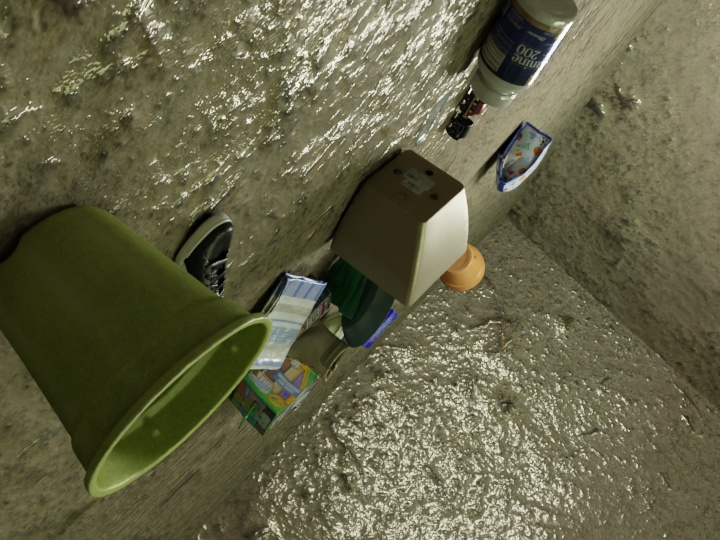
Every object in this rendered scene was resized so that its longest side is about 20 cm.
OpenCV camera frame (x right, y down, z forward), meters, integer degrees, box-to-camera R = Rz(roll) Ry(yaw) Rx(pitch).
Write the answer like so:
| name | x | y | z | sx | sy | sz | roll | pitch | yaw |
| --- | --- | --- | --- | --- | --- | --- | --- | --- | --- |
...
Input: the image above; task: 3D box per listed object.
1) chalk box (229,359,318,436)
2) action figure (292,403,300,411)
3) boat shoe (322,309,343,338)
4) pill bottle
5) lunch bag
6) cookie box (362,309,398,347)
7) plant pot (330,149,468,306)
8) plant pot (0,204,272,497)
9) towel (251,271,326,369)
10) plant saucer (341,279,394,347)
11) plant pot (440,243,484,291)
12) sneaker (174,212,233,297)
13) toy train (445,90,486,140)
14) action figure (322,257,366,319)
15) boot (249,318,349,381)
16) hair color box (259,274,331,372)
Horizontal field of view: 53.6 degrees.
| name | x | y | z | sx | sy | sz | roll | pitch | yaw |
| --- | --- | --- | --- | --- | --- | --- | --- | --- | --- |
| chalk box | -0.219 | 0.290 | 1.674 | 0.200 | 0.124 | 0.125 | -37 | 167 | -42 |
| action figure | -0.227 | 0.339 | 1.862 | 0.118 | 0.103 | 0.200 | -27 | 173 | -12 |
| boat shoe | -0.104 | 0.180 | 1.881 | 0.200 | 0.072 | 0.062 | -44 | 172 | -3 |
| pill bottle | 0.263 | -0.372 | 1.189 | 0.111 | 0.111 | 0.201 | -39 | 167 | -38 |
| lunch bag | 0.495 | -0.347 | 2.255 | 0.201 | 0.123 | 0.170 | -56 | 170 | 3 |
| cookie box | 0.050 | 0.195 | 2.579 | 0.171 | 0.075 | 0.200 | -47 | 170 | -2 |
| plant pot | 0.085 | -0.097 | 1.317 | 0.200 | 0.199 | 0.178 | -41 | 157 | -32 |
| plant pot | -0.209 | 0.052 | 0.610 | 0.200 | 0.184 | 0.201 | -46 | 171 | -10 |
| towel | -0.147 | 0.100 | 1.329 | 0.201 | 0.024 | 0.146 | -59 | 152 | 8 |
| plant saucer | 0.013 | 0.067 | 1.528 | 0.200 | 0.036 | 0.201 | -50 | -158 | 28 |
| plant pot | 0.404 | -0.032 | 2.936 | 0.200 | 0.200 | 0.140 | -47 | 154 | -2 |
| sneaker | -0.179 | 0.034 | 0.874 | 0.201 | 0.112 | 0.073 | -53 | 169 | 31 |
| toy train | 0.223 | -0.325 | 1.388 | 0.034 | 0.046 | 0.201 | -40 | 167 | -35 |
| action figure | -0.006 | -0.013 | 1.503 | 0.054 | 0.118 | 0.201 | -2 | 125 | -57 |
| boot | -0.134 | 0.189 | 1.542 | 0.200 | 0.155 | 0.072 | -49 | 170 | 7 |
| hair color box | -0.149 | 0.109 | 1.450 | 0.200 | 0.060 | 0.100 | -44 | 169 | -17 |
